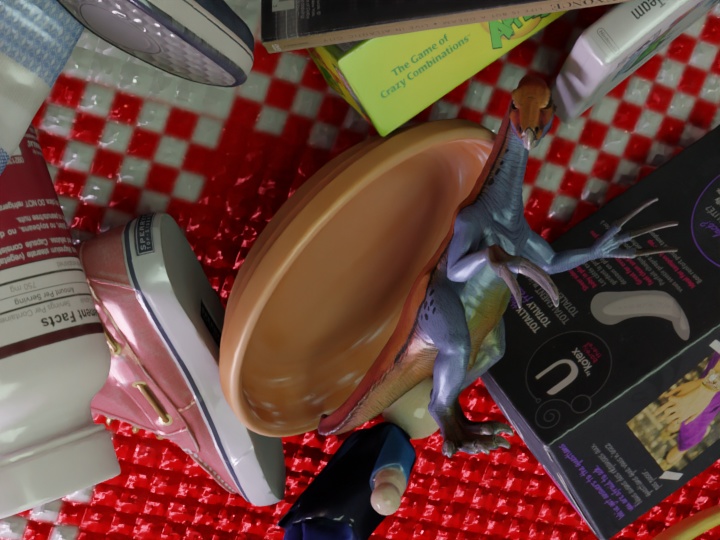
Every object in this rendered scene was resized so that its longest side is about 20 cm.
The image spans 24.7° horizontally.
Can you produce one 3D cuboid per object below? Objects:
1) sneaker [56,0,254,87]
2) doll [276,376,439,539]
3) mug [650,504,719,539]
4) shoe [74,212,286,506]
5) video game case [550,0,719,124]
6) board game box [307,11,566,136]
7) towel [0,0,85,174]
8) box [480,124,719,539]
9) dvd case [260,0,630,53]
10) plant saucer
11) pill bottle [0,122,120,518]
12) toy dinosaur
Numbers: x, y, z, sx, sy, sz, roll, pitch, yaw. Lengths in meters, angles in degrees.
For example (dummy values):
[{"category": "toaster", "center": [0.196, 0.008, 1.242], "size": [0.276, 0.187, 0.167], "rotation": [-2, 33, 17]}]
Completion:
[{"category": "sneaker", "center": [-0.098, -0.184, 0.702], "size": [0.202, 0.077, 0.147], "rotation": [38, 72, -28]}, {"category": "doll", "center": [-0.014, 0.134, 0.912], "size": [0.048, 0.136, 0.200], "rotation": [45, 63, -5]}, {"category": "mug", "center": [0.264, 0.259, 1.056], "size": [0.153, 0.149, 0.187], "rotation": [-23, 125, -17]}, {"category": "shoe", "center": [-0.111, 0.059, 0.886], "size": [0.091, 0.072, 0.201], "rotation": [-15, 129, 11]}, {"category": "video game case", "center": [0.176, -0.148, 0.827], "size": [0.182, 0.200, 0.024], "rotation": [-38, 87, 0]}, {"category": "board game box", "center": [0.068, -0.154, 0.831], "size": [0.200, 0.102, 0.048], "rotation": [-34, 116, -2]}, {"category": "towel", "center": [-0.173, -0.153, 0.710], "size": [0.147, 0.024, 0.201], "rotation": [35, 73, -28]}, {"category": "box", "center": [0.171, 0.033, 0.925], "size": [0.200, 0.122, 0.106], "rotation": [-34, 133, -1]}, {"category": "dvd case", "center": [0.050, -0.182, 0.763], "size": [0.199, 0.150, 0.016], "rotation": [-7, 158, 13]}, {"category": "plant saucer", "center": [0.000, 0.000, 0.864], "size": [0.200, 0.037, 0.201], "rotation": [-36, 151, -24]}, {"category": "pill bottle", "center": [-0.184, 0.014, 0.769], "size": [0.112, 0.113, 0.201], "rotation": [-18, 87, -10]}, {"category": "toy dinosaur", "center": [0.051, -0.003, 0.817], "size": [0.199, 0.105, 0.183], "rotation": [-2, 92, 21]}]
